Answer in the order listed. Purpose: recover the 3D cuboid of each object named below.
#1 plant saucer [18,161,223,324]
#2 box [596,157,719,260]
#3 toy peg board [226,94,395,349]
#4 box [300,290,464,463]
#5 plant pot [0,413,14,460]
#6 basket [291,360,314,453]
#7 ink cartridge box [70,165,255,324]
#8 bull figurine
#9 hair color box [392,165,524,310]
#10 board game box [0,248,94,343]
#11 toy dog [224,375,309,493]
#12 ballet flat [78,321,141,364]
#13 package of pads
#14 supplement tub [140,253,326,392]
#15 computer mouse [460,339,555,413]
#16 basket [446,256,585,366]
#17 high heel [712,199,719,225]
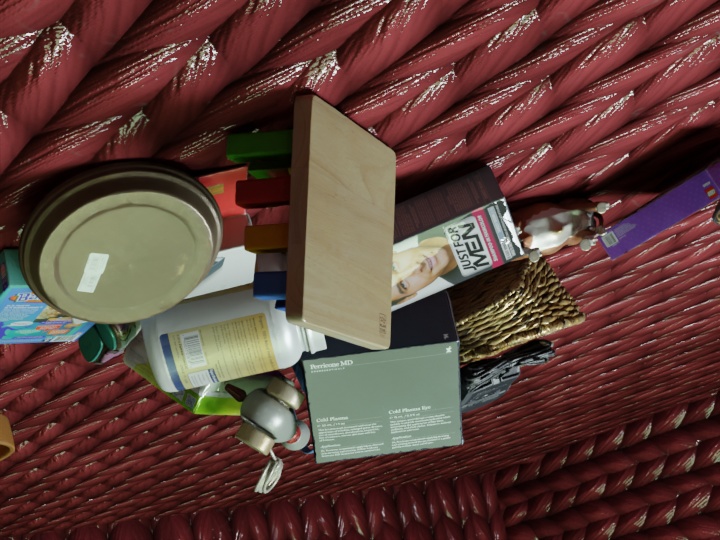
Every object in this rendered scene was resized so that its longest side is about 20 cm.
[{"bbox_3d":[-0.226,-0.018,1.229,0.199,0.030,0.201,-13,137,-13],"label":"plant saucer"},{"bbox_3d":[0.390,-0.089,1.519,0.137,0.039,0.200,-31,176,-35],"label":"box"},{"bbox_3d":[-0.049,-0.036,1.196,0.097,0.201,0.200,-2,169,24],"label":"toy peg board"},{"bbox_3d":[0.026,0.137,1.639,0.199,0.104,0.183,-7,128,-3],"label":"box"},{"bbox_3d":[-0.541,0.174,1.597,0.199,0.141,0.200,-11,164,-3],"label":"plant pot"},{"bbox_3d":[-0.047,0.143,1.810,0.200,0.177,0.139,-36,158,30],"label":"basket"},{"bbox_3d":[-0.204,-0.022,1.289,0.199,0.045,0.176,-14,156,-13],"label":"ink cartridge box"},{"bbox_3d":[0.207,-0.043,1.544,0.199,0.066,0.121,-20,-169,-10],"label":"bull figurine"},{"bbox_3d":[0.071,-0.028,1.415,0.199,0.061,0.099,-23,135,5],"label":"hair color box"},{"bbox_3d":[-0.355,0.031,1.428,0.151,0.045,0.200,0,159,-36],"label":"board game box"},{"bbox_3d":[-0.127,0.192,1.677,0.132,0.096,0.200,-48,162,-29],"label":"toy dog"},{"bbox_3d":[-0.302,0.069,1.583,0.071,0.069,0.200,-26,174,-24],"label":"ballet flat"},{"bbox_3d":[-0.206,0.134,1.725,0.154,0.069,0.200,30,-173,30],"label":"package of pads"},{"bbox_3d":[-0.147,0.052,1.480,0.199,0.145,0.144,-12,164,-2],"label":"supplement tub"},{"bbox_3d":[0.172,0.140,1.742,0.138,0.053,0.200,-18,163,-20],"label":"computer mouse"},{"bbox_3d":[0.183,0.080,1.734,0.199,0.149,0.143,-23,-155,32],"label":"basket"},{"bbox_3d":[0.568,-0.079,1.699,0.199,0.072,0.142,23,138,-37],"label":"high heel"}]
